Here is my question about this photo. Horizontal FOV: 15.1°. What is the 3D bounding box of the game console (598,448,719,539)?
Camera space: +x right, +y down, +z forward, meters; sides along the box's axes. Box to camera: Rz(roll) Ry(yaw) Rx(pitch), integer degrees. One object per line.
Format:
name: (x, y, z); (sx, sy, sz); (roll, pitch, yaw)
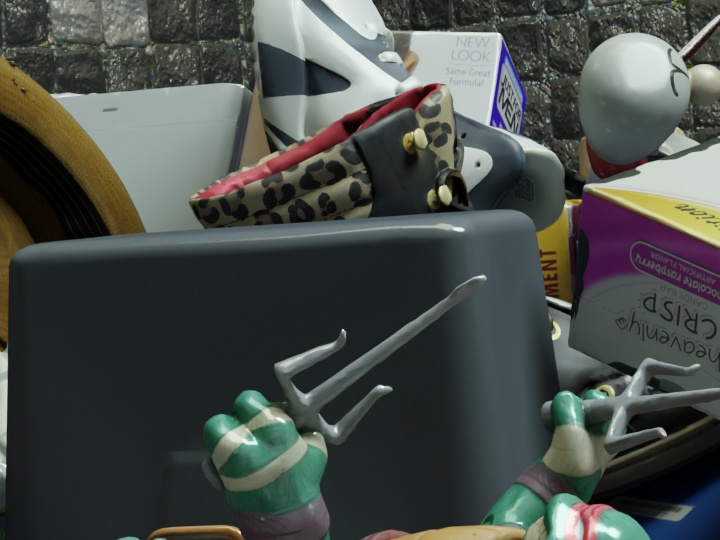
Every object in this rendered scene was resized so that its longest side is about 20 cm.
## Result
game console: (0.173, 0.093, 0.967); (0.170, 0.119, 0.200); (-39, 16, -22)

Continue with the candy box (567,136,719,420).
candy box: (0.182, -0.004, 0.876); (0.199, 0.061, 0.136); (-21, 35, -41)

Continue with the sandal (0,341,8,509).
sandal: (-0.077, 0.043, 1.004); (0.201, 0.050, 0.083); (-18, 46, -8)

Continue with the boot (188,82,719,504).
boot: (0.049, 0.007, 0.941); (0.199, 0.151, 0.073); (-23, 9, 3)

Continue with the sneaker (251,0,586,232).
sneaker: (0.026, -0.057, 1.076); (0.129, 0.201, 0.080); (-3, -24, 11)

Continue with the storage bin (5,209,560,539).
storage bin: (-0.028, 0.053, 0.855); (0.199, 0.135, 0.145); (-4, 2, 20)

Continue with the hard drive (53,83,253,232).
hard drive: (-0.118, 0.018, 1.181); (0.131, 0.201, 0.026); (-3, -24, 28)

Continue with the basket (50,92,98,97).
basket: (-0.217, 0.017, 1.434); (0.197, 0.202, 0.161); (-4, -4, 0)

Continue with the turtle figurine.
turtle figurine: (0.007, 0.075, 0.693); (0.199, 0.101, 0.149); (-20, -21, 30)

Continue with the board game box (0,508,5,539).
board game box: (-0.225, 0.110, 1.003); (0.199, 0.037, 0.151); (-4, 2, 18)

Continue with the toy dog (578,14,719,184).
toy dog: (0.140, -0.038, 1.118); (0.096, 0.133, 0.200); (-8, 0, 4)

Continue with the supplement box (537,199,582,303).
supplement box: (0.009, 0.037, 1.231); (0.198, 0.132, 0.103); (-5, 1, 12)

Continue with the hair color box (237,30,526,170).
hair color box: (0.000, 0.000, 1.136); (0.109, 0.201, 0.065); (3, -24, 16)

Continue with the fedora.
fedora: (-0.164, 0.005, 1.086); (0.082, 0.202, 0.200); (-25, -11, 34)

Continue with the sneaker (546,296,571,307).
sneaker: (0.001, 0.072, 1.011); (0.199, 0.071, 0.080); (-25, 10, 18)
